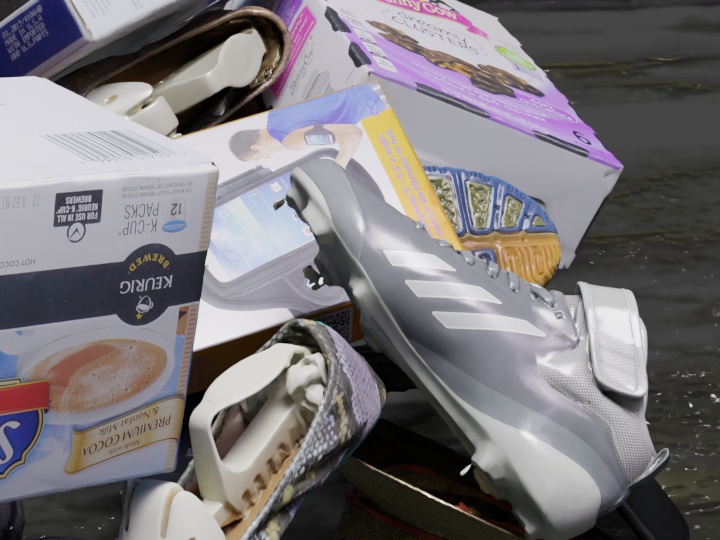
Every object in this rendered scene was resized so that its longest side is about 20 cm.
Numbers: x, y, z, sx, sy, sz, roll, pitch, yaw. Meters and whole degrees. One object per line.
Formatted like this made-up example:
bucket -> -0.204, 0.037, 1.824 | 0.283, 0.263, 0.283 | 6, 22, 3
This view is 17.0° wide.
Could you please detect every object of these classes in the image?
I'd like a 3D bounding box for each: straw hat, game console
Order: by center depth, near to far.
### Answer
straw hat -> 0.029, 0.133, 1.106 | 0.200, 0.086, 0.201 | 23, 4, -2
game console -> 0.065, 0.089, 1.154 | 0.174, 0.118, 0.200 | -6, -1, 8

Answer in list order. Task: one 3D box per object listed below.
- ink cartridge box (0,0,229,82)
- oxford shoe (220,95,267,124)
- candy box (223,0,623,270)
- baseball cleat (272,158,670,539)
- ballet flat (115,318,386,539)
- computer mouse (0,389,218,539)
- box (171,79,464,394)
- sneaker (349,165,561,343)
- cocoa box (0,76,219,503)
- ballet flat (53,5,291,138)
ink cartridge box -> -0.136, -0.134, 1.281 | 0.200, 0.196, 0.044 | -35, 96, -44
oxford shoe -> -0.061, -0.053, 1.285 | 0.199, 0.073, 0.084 | 27, 8, 14
candy box -> 0.028, -0.099, 1.330 | 0.167, 0.072, 0.200 | 18, 22, -28
baseball cleat -> 0.055, 0.018, 1.033 | 0.106, 0.070, 0.201 | -35, 79, -9
ballet flat -> -0.062, 0.095, 0.982 | 0.072, 0.072, 0.201 | 28, 58, 11
computer mouse -> -0.103, 0.108, 1.110 | 0.139, 0.046, 0.200 | -1, 25, -7
box -> -0.061, -0.011, 1.135 | 0.198, 0.042, 0.120 | -17, 58, -16
sneaker -> 0.000, 0.000, 1.214 | 0.198, 0.088, 0.076 | -4, 69, -6
cocoa box -> -0.174, 0.009, 0.911 | 0.199, 0.132, 0.133 | -7, 23, -42
ballet flat -> -0.106, -0.084, 1.217 | 0.067, 0.068, 0.200 | -9, 26, 45
